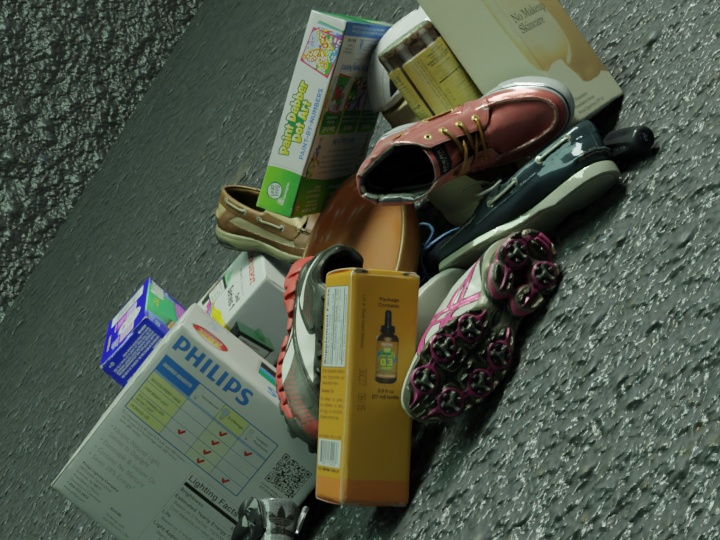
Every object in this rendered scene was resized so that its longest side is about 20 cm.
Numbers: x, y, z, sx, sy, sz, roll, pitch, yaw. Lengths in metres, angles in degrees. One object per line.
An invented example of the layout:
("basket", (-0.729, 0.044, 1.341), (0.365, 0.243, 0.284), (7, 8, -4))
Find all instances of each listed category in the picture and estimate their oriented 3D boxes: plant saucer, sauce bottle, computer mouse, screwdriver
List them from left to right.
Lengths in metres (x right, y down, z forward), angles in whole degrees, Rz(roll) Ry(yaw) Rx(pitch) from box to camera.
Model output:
("plant saucer", (0.000, 0.000, 1.628), (0.200, 0.037, 0.202), (-39, 42, 46))
("computer mouse", (0.061, -0.246, 1.676), (0.201, 0.044, 0.110), (-55, 18, -7))
("sauce bottle", (0.095, -0.137, 1.584), (0.064, 0.201, 0.065), (-33, 10, 7))
("screwdriver", (0.213, -0.104, 1.540), (0.028, 0.029, 0.200), (-59, 10, -14))

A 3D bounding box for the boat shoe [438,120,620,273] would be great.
("boat shoe", (0.141, -0.061, 1.512), (0.200, 0.075, 0.062), (-38, 65, 37))

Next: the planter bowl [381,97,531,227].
("planter bowl", (0.106, -0.163, 1.699), (0.200, 0.134, 0.201), (-47, 18, 21))

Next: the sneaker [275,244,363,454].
("sneaker", (-0.028, 0.062, 1.525), (0.098, 0.070, 0.202), (-40, 39, 48))

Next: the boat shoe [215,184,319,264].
("boat shoe", (-0.083, -0.056, 1.927), (0.198, 0.074, 0.076), (8, 26, 26))

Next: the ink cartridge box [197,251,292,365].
("ink cartridge box", (-0.144, 0.071, 1.982), (0.200, 0.084, 0.145), (-48, 19, 14))

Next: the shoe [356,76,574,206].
("shoe", (0.092, -0.110, 1.508), (0.199, 0.072, 0.091), (-16, 17, 25))

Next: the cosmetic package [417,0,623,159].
("cosmetic package", (0.144, -0.214, 1.571), (0.071, 0.201, 0.105), (-37, -1, 39))

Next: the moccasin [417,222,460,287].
("moccasin", (0.056, 0.011, 1.627), (0.200, 0.068, 0.081), (-42, 22, 33))

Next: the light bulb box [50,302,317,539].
("light bulb box", (-0.149, 0.174, 1.608), (0.200, 0.198, 0.125), (-50, 5, 8))

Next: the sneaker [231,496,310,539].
("sneaker", (-0.072, 0.253, 1.458), (0.200, 0.075, 0.115), (162, 120, -66))

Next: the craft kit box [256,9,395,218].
("craft kit box", (-0.027, -0.157, 1.701), (0.200, 0.048, 0.199), (-16, -58, -72))

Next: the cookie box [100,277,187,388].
("cookie box", (-0.168, 0.115, 1.755), (0.075, 0.200, 0.171), (-47, 13, 6))

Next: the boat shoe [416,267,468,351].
("boat shoe", (0.042, 0.086, 1.546), (0.201, 0.072, 0.068), (-65, 22, -2))

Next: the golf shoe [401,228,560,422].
("golf shoe", (0.096, 0.055, 1.460), (0.200, 0.073, 0.092), (-51, 10, -24))

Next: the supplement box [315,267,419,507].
("supplement box", (0.005, 0.100, 1.462), (0.069, 0.066, 0.202), (179, 95, -67))
